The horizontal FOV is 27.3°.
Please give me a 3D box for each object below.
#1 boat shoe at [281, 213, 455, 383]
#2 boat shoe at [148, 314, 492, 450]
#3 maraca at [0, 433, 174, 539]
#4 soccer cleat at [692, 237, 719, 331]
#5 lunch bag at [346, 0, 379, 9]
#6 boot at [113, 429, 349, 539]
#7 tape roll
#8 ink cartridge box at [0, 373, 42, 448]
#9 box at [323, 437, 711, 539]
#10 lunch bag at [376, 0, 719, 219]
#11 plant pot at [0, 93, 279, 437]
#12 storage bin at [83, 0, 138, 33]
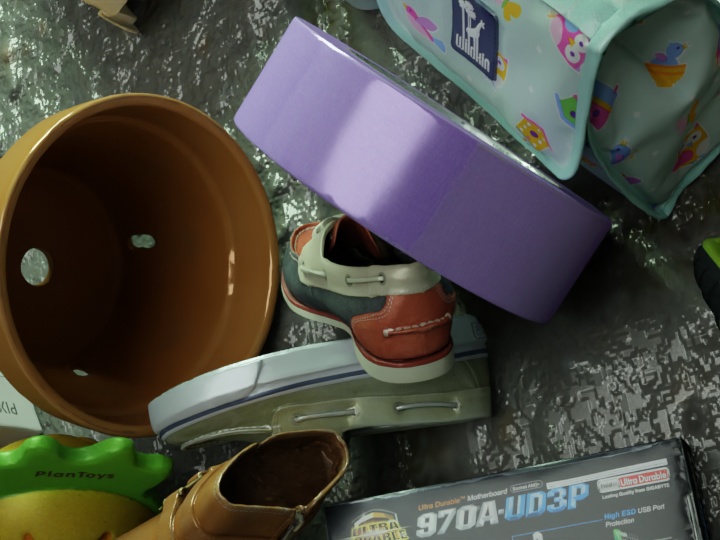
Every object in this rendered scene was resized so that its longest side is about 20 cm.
[{"bbox_3d":[0.000,0.000,0.827,0.200,0.071,0.063,-137,34,-66],"label":"boat shoe"},{"bbox_3d":[-0.021,0.076,0.842,0.199,0.072,0.062,-14,79,4],"label":"boat shoe"},{"bbox_3d":[-0.182,0.146,0.891,0.200,0.136,0.108,120,145,-53],"label":"maraca"},{"bbox_3d":[0.215,0.073,0.736,0.081,0.067,0.201,-46,61,29],"label":"soccer cleat"},{"bbox_3d":[0.035,-0.265,0.900,0.199,0.077,0.161,-25,68,24],"label":"lunch bag"},{"bbox_3d":[-0.103,0.153,0.783,0.074,0.200,0.155,52,138,5],"label":"boot"},{"bbox_3d":[0.033,-0.054,0.786,0.200,0.200,0.066,38,99,31],"label":"tape roll"},{"bbox_3d":[-0.283,0.101,0.944,0.045,0.200,0.177,-33,66,20],"label":"ink cartridge box"},{"bbox_3d":[0.088,0.185,0.771,0.199,0.046,0.160,-14,73,14],"label":"box"},{"bbox_3d":[0.102,-0.130,0.762,0.122,0.200,0.170,-50,61,12],"label":"lunch bag"},{"bbox_3d":[-0.169,-0.002,0.914,0.139,0.199,0.202,-1,79,47],"label":"plant pot"},{"bbox_3d":[-0.163,-0.302,1.017,0.200,0.094,0.199,-49,61,13],"label":"storage bin"}]
